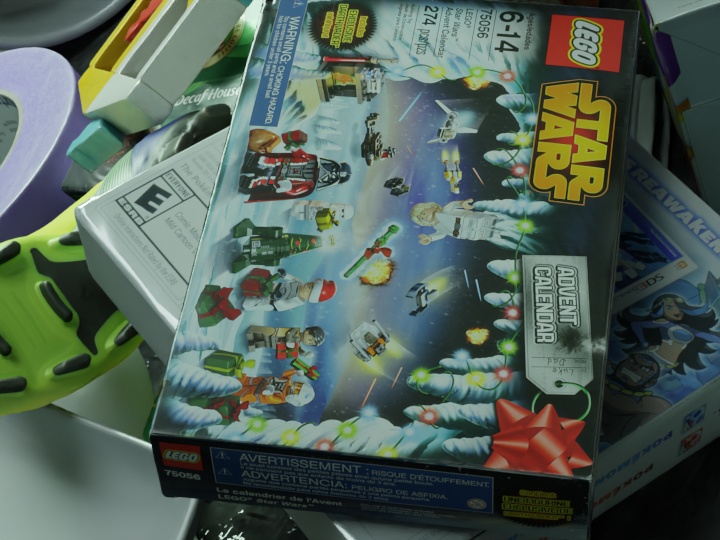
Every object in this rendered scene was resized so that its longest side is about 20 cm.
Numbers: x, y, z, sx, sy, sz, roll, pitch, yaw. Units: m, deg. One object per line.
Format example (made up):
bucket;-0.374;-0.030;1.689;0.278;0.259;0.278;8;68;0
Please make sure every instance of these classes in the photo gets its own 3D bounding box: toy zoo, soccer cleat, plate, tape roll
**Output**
toy zoo;-0.067;-0.129;0.911;0.200;0.020;0.131;-53;18;-3
soccer cleat;-0.107;0.005;0.814;0.200;0.065;0.084;-44;2;-43
plate;-0.149;0.142;0.784;0.200;0.032;0.200;18;87;41
tape roll;-0.204;-0.016;1.058;0.200;0.085;0.200;-25;34;18

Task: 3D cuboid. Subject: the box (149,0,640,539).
box;0.018;-0.010;0.688;0.137;0.040;0.200;5;52;7

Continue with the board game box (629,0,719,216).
board game box;0.157;-0.120;0.807;0.105;0.103;0.200;-17;36;8

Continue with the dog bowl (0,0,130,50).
dog bowl;-0.213;-0.237;1.235;0.200;0.200;0.079;-43;30;-8

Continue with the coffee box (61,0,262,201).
coffee box;-0.052;-0.110;0.970;0.123;0.044;0.200;10;68;44

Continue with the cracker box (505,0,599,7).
cracker box;0.026;-0.149;1.026;0.200;0.058;0.134;-16;40;32

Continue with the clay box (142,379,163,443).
clay box;0.000;0.000;0.827;0.115;0.048;0.200;-10;42;42

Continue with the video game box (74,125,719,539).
video game box;0.027;0.007;0.728;0.182;0.047;0.200;-31;56;-18

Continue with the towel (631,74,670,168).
towel;0.037;0.001;0.862;0.200;0.031;0.149;-22;33;27

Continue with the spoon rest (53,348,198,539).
spoon rest;-0.112;0.083;0.842;0.099;0.061;0.200;-40;48;-5
